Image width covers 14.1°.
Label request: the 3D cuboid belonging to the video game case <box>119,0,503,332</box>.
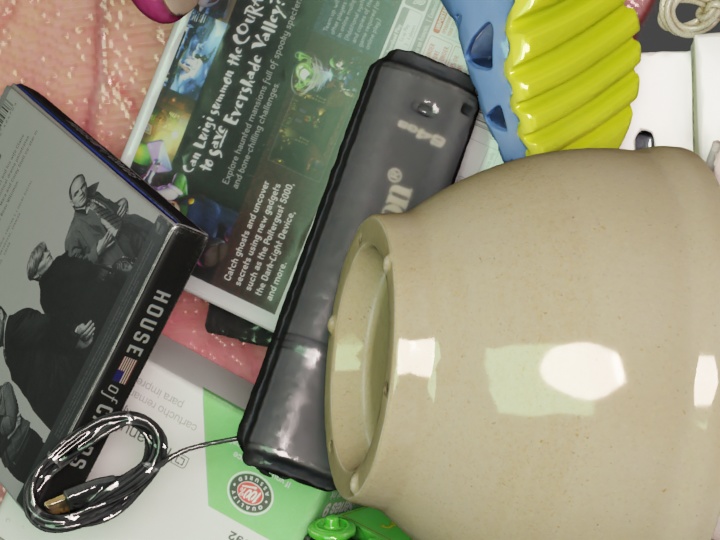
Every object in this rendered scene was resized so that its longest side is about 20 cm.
[{"bbox_3d":[-0.011,-0.068,1.346,0.181,0.023,0.201,25,97,15],"label":"video game case"}]

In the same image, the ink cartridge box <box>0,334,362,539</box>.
[{"bbox_3d":[-0.099,0.146,1.378,0.146,0.084,0.201,27,97,15],"label":"ink cartridge box"}]

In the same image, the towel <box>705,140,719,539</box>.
[{"bbox_3d":[0.218,0.041,1.242,0.190,0.032,0.201,14,121,-3],"label":"towel"}]

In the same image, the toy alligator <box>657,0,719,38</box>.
[{"bbox_3d":[0.229,-0.137,1.266,0.199,0.054,0.060,-22,115,-2],"label":"toy alligator"}]

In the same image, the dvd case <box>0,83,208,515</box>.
[{"bbox_3d":[-0.153,0.011,1.366,0.151,0.025,0.200,-63,35,8],"label":"dvd case"}]

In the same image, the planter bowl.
[{"bbox_3d":[0.061,0.041,1.205,0.134,0.200,0.201,6,92,-14],"label":"planter bowl"}]

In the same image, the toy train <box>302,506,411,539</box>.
[{"bbox_3d":[0.050,0.148,1.254,0.200,0.056,0.042,23,118,46],"label":"toy train"}]

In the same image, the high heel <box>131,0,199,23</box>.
[{"bbox_3d":[-0.129,-0.165,1.358,0.096,0.200,0.068,-24,127,10],"label":"high heel"}]

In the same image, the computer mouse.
[{"bbox_3d":[-0.055,0.078,1.298,0.199,0.034,0.059,-13,82,-9],"label":"computer mouse"}]

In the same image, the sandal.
[{"bbox_3d":[0.064,-0.131,1.279,0.087,0.079,0.201,-3,102,52],"label":"sandal"}]

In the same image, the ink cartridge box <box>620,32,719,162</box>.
[{"bbox_3d":[0.205,-0.047,1.273,0.199,0.068,0.116,-2,89,6],"label":"ink cartridge box"}]

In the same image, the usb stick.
[{"bbox_3d":[0.000,0.000,1.284,0.055,0.033,0.201,20,78,-2],"label":"usb stick"}]

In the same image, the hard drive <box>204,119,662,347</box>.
[{"bbox_3d":[0.035,-0.019,1.361,0.199,0.038,0.140,11,93,18],"label":"hard drive"}]
